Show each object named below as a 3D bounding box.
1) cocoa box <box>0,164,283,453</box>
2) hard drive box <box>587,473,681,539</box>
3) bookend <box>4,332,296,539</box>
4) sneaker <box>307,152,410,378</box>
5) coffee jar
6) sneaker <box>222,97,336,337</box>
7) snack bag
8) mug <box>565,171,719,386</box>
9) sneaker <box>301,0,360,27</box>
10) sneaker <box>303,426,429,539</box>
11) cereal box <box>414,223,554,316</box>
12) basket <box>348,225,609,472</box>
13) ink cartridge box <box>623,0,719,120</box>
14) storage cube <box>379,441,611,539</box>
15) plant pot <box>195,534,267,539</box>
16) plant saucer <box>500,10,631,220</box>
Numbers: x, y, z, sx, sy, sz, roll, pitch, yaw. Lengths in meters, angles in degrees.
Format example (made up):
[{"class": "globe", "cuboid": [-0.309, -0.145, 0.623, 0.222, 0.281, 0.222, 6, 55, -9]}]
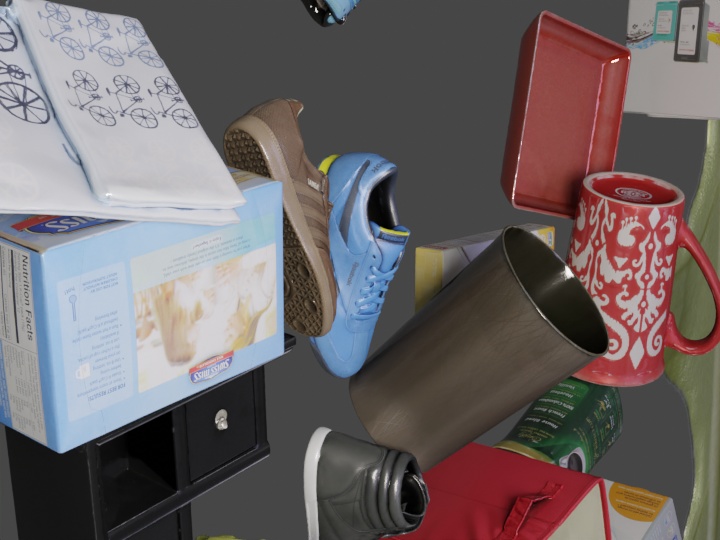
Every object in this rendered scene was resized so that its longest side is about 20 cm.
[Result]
[{"class": "cocoa box", "cuboid": [-0.161, 0.010, 0.791, 0.199, 0.131, 0.134, -22, 119, -46]}, {"class": "hard drive box", "cuboid": [0.238, 0.325, 1.324, 0.200, 0.155, 0.077, -46, 129, -35]}, {"class": "bookend", "cuboid": [-0.143, 0.159, 0.873, 0.198, 0.092, 0.202, -23, 120, -47]}, {"class": "sneaker", "cuboid": [0.000, 0.000, 1.033, 0.066, 0.078, 0.202, -11, 108, -50]}, {"class": "coffee jar", "cuboid": [0.206, 0.198, 1.313, 0.200, 0.085, 0.105, -42, 130, -38]}, {"class": "sneaker", "cuboid": [-0.045, -0.043, 0.974, 0.075, 0.070, 0.201, -40, 127, -39]}, {"class": "snack bag", "cuboid": [-0.184, -0.103, 0.724, 0.199, 0.189, 0.021, 1, 138, -42]}, {"class": "mug", "cuboid": [0.298, 0.004, 1.299, 0.176, 0.134, 0.202, -2, 114, -14]}, {"class": "sneaker", "cuboid": [-0.015, -0.245, 0.983, 0.199, 0.078, 0.091, -1, 117, -47]}, {"class": "sneaker", "cuboid": [0.010, 0.227, 1.054, 0.071, 0.098, 0.201, -59, 152, -47]}, {"class": "cereal box", "cuboid": [0.128, 0.035, 1.221, 0.199, 0.039, 0.145, -14, 108, -48]}, {"class": "basket", "cuboid": [0.097, 0.076, 1.054, 0.136, 0.200, 0.180, 52, 20, 7]}, {"class": "ink cartridge box", "cuboid": [0.407, -0.280, 1.403, 0.146, 0.145, 0.202, -10, 106, -48]}, {"class": "storage cube", "cuboid": [0.127, 0.292, 1.166, 0.171, 0.179, 0.201, -34, 121, -41]}, {"class": "plant pot", "cuboid": [-0.079, 0.306, 0.935, 0.200, 0.199, 0.186, 24, 68, -49]}, {"class": "plant saucer", "cuboid": [0.216, -0.158, 1.288, 0.199, 0.037, 0.201, 6, 93, -51]}]
